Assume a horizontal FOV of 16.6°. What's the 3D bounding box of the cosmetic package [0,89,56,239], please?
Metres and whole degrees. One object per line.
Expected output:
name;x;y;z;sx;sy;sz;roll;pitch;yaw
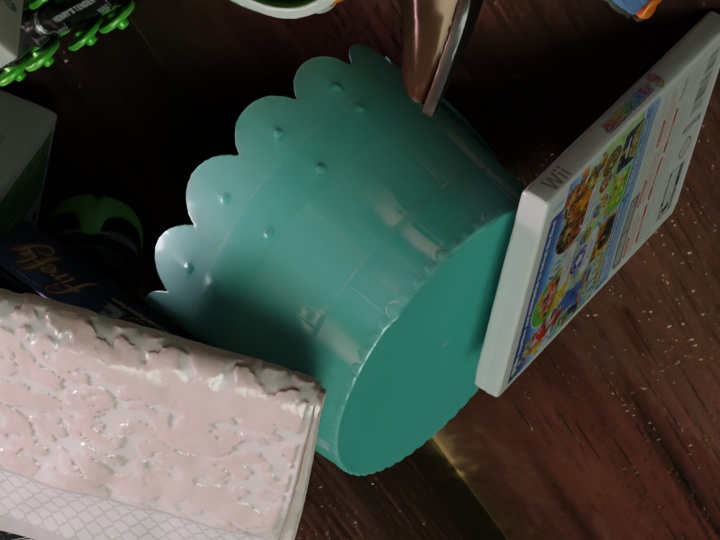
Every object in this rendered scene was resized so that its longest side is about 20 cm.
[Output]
cosmetic package;-0.239;-0.001;1.375;0.085;0.108;0.200;21;133;5

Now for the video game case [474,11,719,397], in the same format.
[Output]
video game case;0.131;-0.037;1.324;0.018;0.200;0.143;30;136;18

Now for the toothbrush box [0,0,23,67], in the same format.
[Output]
toothbrush box;-0.252;-0.188;1.176;0.085;0.147;0.200;-29;130;24

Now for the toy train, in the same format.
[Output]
toy train;-0.168;-0.128;1.257;0.042;0.056;0.200;47;145;-19

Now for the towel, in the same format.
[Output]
towel;-0.124;0.091;1.271;0.200;0.032;0.191;15;140;3

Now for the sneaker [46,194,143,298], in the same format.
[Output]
sneaker;-0.162;0.056;1.435;0.077;0.084;0.200;0;118;4

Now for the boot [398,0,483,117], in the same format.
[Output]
boot;-0.037;-0.175;1.093;0.199;0.064;0.187;12;111;6

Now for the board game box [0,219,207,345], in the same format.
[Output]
board game box;-0.145;0.080;1.355;0.135;0.035;0.200;33;144;21

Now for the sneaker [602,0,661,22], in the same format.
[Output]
sneaker;0.088;-0.202;1.154;0.200;0.075;0.078;33;109;-33

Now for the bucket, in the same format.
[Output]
bucket;0.000;0.000;1.315;0.135;0.207;0.207;39;137;22

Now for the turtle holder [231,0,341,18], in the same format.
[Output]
turtle holder;-0.052;-0.202;1.181;0.141;0.132;0.186;-24;131;20

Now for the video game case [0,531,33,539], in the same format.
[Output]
video game case;-0.157;0.109;1.554;0.199;0.026;0.181;-12;134;10
